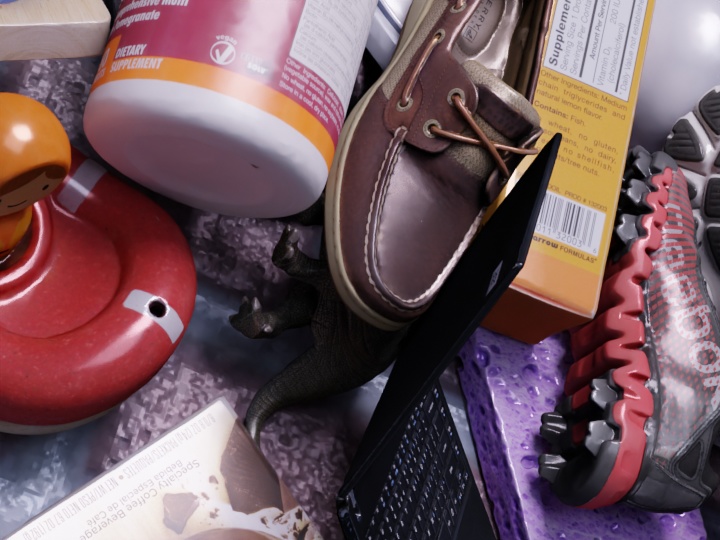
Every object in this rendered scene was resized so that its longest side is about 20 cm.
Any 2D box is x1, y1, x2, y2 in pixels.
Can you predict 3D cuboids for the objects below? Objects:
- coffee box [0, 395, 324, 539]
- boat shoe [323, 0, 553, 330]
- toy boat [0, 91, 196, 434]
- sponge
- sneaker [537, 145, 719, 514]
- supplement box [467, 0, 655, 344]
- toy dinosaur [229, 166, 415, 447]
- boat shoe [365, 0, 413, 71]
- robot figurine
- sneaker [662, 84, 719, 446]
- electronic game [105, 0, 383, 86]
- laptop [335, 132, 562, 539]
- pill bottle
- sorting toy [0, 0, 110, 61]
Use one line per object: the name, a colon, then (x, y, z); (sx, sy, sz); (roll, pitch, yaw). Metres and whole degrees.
coffee box: (-0.048, 0.166, 0.605); (0.113, 0.080, 0.200); (-32, 83, -36)
boat shoe: (0.045, -0.069, 0.720); (0.072, 0.072, 0.201); (35, 64, -24)
toy boat: (-0.157, -0.027, 0.675); (0.200, 0.131, 0.131); (36, 55, -8)
sponge: (0.112, 0.087, 0.827); (0.111, 0.030, 0.201); (-2, 67, -29)
sneaker: (0.150, 0.034, 0.812); (0.097, 0.071, 0.201); (21, 60, -18)
supplement box: (0.097, -0.070, 0.818); (0.068, 0.067, 0.201); (22, 68, -15)
toy dinosaur: (0.000, 0.000, 0.765); (0.102, 0.077, 0.201); (22, 69, -27)
boat shoe: (0.020, -0.159, 0.801); (0.201, 0.067, 0.073); (57, 21, 10)
robot figurine: (0.215, -0.107, 0.928); (0.199, 0.113, 0.171); (14, 71, -22)
sneaker: (0.210, -0.005, 0.875); (0.083, 0.080, 0.201); (-17, 110, -47)
electronic game: (-0.041, -0.128, 0.843); (0.199, 0.042, 0.201); (14, 64, -30)
laptop: (0.059, 0.070, 0.673); (0.177, 0.103, 0.201); (-59, 131, -67)
pill bottle: (-0.044, -0.134, 0.720); (0.109, 0.109, 0.201); (21, 70, -18)
sorting toy: (-0.229, -0.173, 0.697); (0.198, 0.070, 0.200); (-6, 42, -31)
